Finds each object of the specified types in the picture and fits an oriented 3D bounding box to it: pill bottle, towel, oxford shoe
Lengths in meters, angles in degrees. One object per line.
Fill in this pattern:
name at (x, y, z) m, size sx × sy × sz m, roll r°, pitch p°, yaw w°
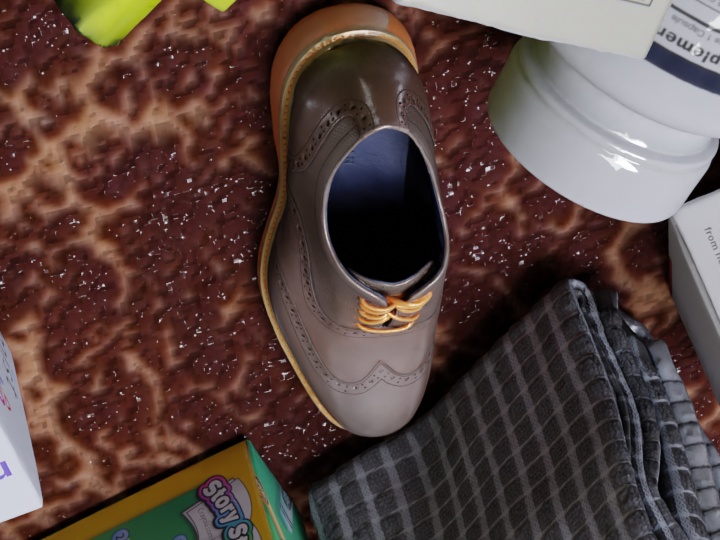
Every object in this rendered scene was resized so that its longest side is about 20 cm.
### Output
pill bottle at (0.125, -0.117, 0.943) m, size 0.111 × 0.111 × 0.200 m, roll 13°, pitch 125°, yaw -27°
towel at (0.068, 0.117, 1.071) m, size 0.085 × 0.200 × 0.166 m, roll 24°, pitch 122°, yaw -34°
oxford shoe at (0.000, 0.000, 1.032) m, size 0.071 × 0.073 × 0.200 m, roll -13°, pitch 133°, yaw -7°

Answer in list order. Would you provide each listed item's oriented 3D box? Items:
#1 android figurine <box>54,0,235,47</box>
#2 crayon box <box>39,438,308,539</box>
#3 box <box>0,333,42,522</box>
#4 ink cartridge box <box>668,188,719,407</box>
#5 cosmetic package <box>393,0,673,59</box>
android figurine at (-0.050, -0.164, 0.895) m, size 0.182 × 0.041 × 0.200 m, roll 29°, pitch 117°, yaw -35°
crayon box at (-0.066, 0.172, 1.075) m, size 0.118 × 0.200 × 0.058 m, roll -26°, pitch 132°, yaw 6°
box at (-0.239, 0.032, 0.971) m, size 0.199 × 0.097 × 0.177 m, roll -20°, pitch 131°, yaw -1°
ink cartridge box at (0.224, -0.009, 1.051) m, size 0.199 × 0.083 × 0.147 m, roll -22°, pitch 165°, yaw 1°
cosmetic package at (0.072, -0.178, 0.841) m, size 0.103 × 0.087 × 0.200 m, roll 10°, pitch 117°, yaw -33°
